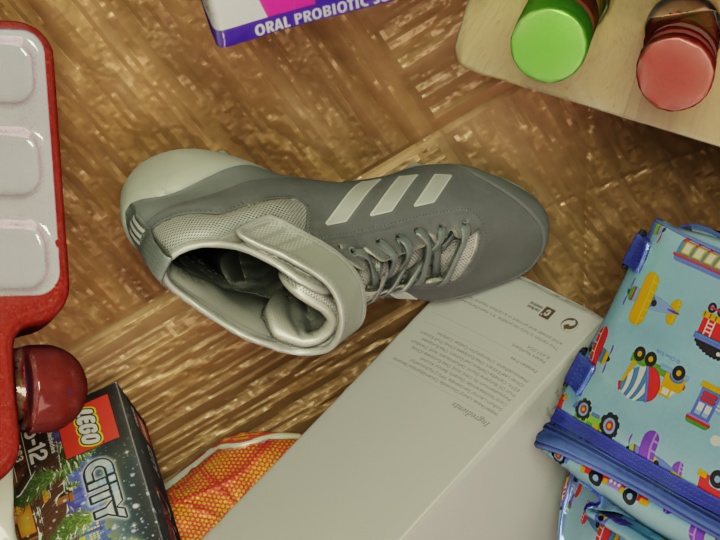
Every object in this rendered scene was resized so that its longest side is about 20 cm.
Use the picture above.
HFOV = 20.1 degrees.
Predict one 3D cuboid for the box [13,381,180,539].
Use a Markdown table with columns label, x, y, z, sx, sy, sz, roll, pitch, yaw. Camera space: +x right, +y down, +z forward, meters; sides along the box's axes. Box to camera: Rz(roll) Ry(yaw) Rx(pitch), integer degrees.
| label | x | y | z | sx | sy | sz | roll | pitch | yaw |
| --- | --- | --- | --- | --- | --- | --- | --- | --- | --- |
| box | -0.137 | 0.157 | 0.865 | 0.137 | 0.200 | 0.038 | -25 | 140 | 2 |

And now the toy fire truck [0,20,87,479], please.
| label | x | y | z | sx | sy | sz | roll | pitch | yaw |
| --- | --- | --- | --- | --- | --- | --- | --- | --- | --- |
| toy fire truck | -0.182 | 0.006 | 0.725 | 0.168 | 0.200 | 0.112 | -2 | 167 | -22 |

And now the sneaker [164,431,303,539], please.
| label | x | y | z | sx | sy | sz | roll | pitch | yaw |
| --- | --- | --- | --- | --- | --- | --- | --- | --- | --- |
| sneaker | -0.086 | 0.133 | 0.951 | 0.200 | 0.077 | 0.073 | -19 | 133 | -5 |

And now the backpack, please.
| label | x | y | z | sx | sy | sz | roll | pitch | yaw |
| --- | --- | --- | --- | --- | --- | --- | --- | --- | --- |
| backpack | 0.158 | 0.100 | 0.842 | 0.135 | 0.183 | 0.200 | 19 | 102 | -46 |

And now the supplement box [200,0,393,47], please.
| label | x | y | z | sx | sy | sz | roll | pitch | yaw |
| --- | --- | --- | --- | --- | --- | --- | --- | --- | --- |
| supplement box | -0.026 | -0.189 | 0.664 | 0.101 | 0.103 | 0.200 | -16 | 132 | -5 |

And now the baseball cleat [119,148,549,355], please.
| label | x | y | z | sx | sy | sz | roll | pitch | yaw |
| --- | --- | --- | --- | --- | --- | --- | --- | --- | --- |
| baseball cleat | 0.000 | 0.000 | 0.840 | 0.200 | 0.106 | 0.070 | 2 | 125 | -24 |

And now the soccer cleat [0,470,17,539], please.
| label | x | y | z | sx | sy | sz | roll | pitch | yaw |
| --- | --- | --- | --- | --- | --- | --- | --- | --- | --- |
| soccer cleat | -0.187 | 0.061 | 0.824 | 0.078 | 0.069 | 0.200 | -26 | 105 | -19 |

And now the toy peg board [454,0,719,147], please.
| label | x | y | z | sx | sy | sz | roll | pitch | yaw |
| --- | --- | --- | --- | --- | --- | --- | --- | --- | --- |
| toy peg board | 0.146 | -0.125 | 0.671 | 0.199 | 0.098 | 0.200 | 18 | 112 | 5 |

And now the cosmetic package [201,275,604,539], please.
| label | x | y | z | sx | sy | sz | roll | pitch | yaw |
| --- | --- | --- | --- | --- | --- | --- | --- | --- | --- |
| cosmetic package | 0.029 | 0.105 | 0.901 | 0.200 | 0.085 | 0.108 | -43 | 138 | -21 |
